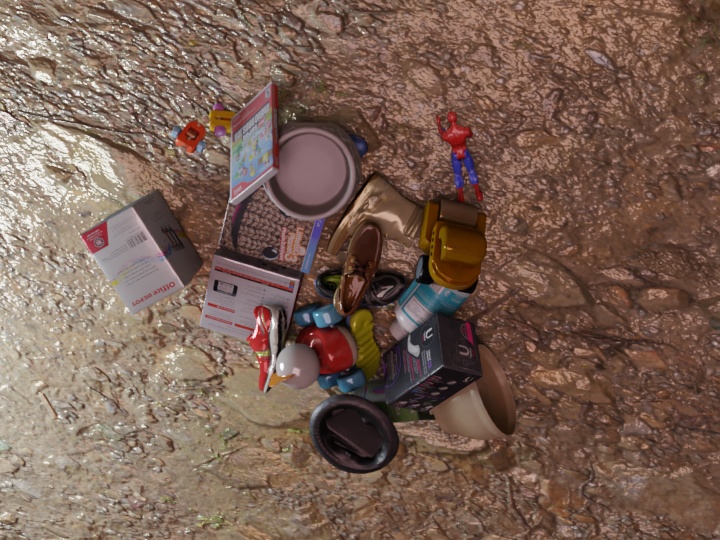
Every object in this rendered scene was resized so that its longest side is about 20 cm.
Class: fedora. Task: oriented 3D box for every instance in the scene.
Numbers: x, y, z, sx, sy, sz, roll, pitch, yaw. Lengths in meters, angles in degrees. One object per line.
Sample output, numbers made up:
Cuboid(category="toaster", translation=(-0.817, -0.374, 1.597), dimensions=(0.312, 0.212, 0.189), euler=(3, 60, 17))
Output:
Cuboid(category="fedora", translation=(-0.010, 0.333, 1.618), dimensions=(0.198, 0.092, 0.203), euler=(3, 112, 7))

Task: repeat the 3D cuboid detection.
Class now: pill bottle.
Cuboid(category="pill bottle", translation=(0.146, 0.068, 1.604), dimensions=(0.110, 0.111, 0.200), euler=(35, 111, -7))

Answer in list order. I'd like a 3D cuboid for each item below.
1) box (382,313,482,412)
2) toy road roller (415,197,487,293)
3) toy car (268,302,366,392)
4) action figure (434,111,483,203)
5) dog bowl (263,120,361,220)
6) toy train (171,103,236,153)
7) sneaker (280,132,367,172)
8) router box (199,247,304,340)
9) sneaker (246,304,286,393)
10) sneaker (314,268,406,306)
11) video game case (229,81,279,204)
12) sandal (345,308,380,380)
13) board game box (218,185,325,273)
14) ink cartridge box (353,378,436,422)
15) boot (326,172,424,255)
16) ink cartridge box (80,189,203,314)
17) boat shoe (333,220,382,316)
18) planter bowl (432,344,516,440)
Cuboid(category="box", translation=(0.144, 0.193, 1.552), dimensions=(0.105, 0.123, 0.200), euler=(16, 142, -28))
Cuboid(category="toy road roller", translation=(0.188, -0.059, 1.469), dimensions=(0.122, 0.146, 0.202), euler=(12, 67, -8))
Cuboid(category="toy car", translation=(-0.121, 0.191, 1.610), dimensions=(0.199, 0.176, 0.186), euler=(-25, 101, -31))
Cuboid(category="action figure", translation=(0.198, -0.241, 1.516), dimensions=(0.065, 0.099, 0.201), euler=(-12, 131, 9))
Cuboid(category="dog bowl", translation=(-0.096, -0.188, 1.448), dimensions=(0.198, 0.059, 0.202), euler=(0, 109, -1))
Cuboid(category="toy train", translation=(-0.275, -0.252, 1.534), dimensions=(0.199, 0.151, 0.056), euler=(27, 147, -8))
Cuboid(category="sneaker", translation=(-0.077, -0.223, 1.518), dimensions=(0.198, 0.089, 0.079), euler=(-17, 108, -12))
Cuboid(category="router box", translation=(-0.243, 0.064, 1.681), dimensions=(0.198, 0.049, 0.181), euler=(17, 111, 0))
Cuboid(category="sneaker", translation=(-0.210, 0.168, 1.660), dimensions=(0.084, 0.077, 0.202), euler=(10, 105, 14))
Cuboid(category="sneaker", translation=(-0.002, 0.035, 1.619), dimensions=(0.197, 0.083, 0.072), euler=(3, 78, 5))
Cuboid(category="video game case", translation=(-0.203, -0.242, 1.442), dimensions=(0.017, 0.202, 0.143), euler=(19, 145, -38))
Cuboid(category="sandal", translation=(-0.011, 0.164, 1.687), dimensions=(0.087, 0.079, 0.202), euler=(19, 126, 39))
Cuboid(category="board game box", translation=(-0.175, -0.108, 1.570), dimensions=(0.198, 0.097, 0.161), euler=(16, 116, -4))
Cuboid(category="ink cartridge box", translation=(0.083, 0.288, 1.696), dimensions=(0.198, 0.104, 0.060), euler=(-5, 111, 9))
Cuboid(category="boot", translation=(0.034, -0.083, 1.585), dimensions=(0.155, 0.073, 0.201), euler=(33, 106, -7))
Cuboid(category="ink cartridge box", translation=(-0.460, -0.040, 1.617), dimensions=(0.144, 0.145, 0.201), euler=(-25, 105, 14))
Cuboid(category="boat shoe", translation=(-0.001, 0.000, 1.534), dimensions=(0.071, 0.068, 0.202), euler=(18, 98, -8))
Cuboid(category="planter bowl", translation=(0.233, 0.277, 1.635), dimensions=(0.134, 0.200, 0.201), euler=(-25, 106, 26))
